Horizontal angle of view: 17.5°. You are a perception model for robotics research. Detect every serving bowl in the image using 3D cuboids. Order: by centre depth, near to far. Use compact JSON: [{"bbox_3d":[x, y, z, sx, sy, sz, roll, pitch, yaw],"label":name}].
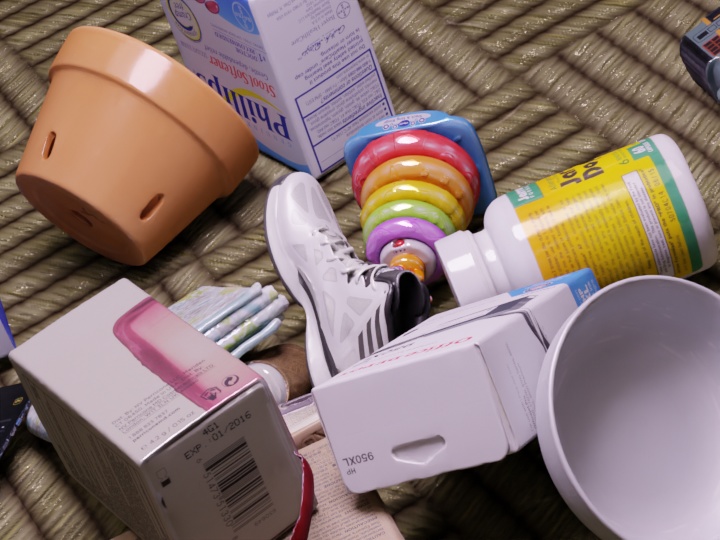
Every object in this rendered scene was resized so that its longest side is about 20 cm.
[{"bbox_3d":[0.199,0.108,1.594,0.200,0.200,0.066,-48,7,-32],"label":"serving bowl"}]

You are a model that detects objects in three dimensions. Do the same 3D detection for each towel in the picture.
[{"bbox_3d":[-0.162,0.078,1.864,0.200,0.048,0.171,-35,11,-18],"label":"towel"}]

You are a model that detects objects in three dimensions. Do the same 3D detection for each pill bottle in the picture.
[{"bbox_3d":[0.164,-0.020,1.810,0.200,0.113,0.113,-22,36,1],"label":"pill bottle"}]

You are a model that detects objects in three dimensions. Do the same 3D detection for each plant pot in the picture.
[{"bbox_3d":[-0.210,-0.099,2.057,0.200,0.200,0.140,18,67,42],"label":"plant pot"}]

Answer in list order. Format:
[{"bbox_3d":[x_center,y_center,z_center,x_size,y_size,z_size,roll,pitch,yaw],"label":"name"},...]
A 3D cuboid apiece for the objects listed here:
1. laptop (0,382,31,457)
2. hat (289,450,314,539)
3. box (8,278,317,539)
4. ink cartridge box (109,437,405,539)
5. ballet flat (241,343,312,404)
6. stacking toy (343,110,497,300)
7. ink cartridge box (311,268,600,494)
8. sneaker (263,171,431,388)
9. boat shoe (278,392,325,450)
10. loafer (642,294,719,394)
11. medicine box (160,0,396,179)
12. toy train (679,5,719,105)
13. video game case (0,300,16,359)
[{"bbox_3d":[-0.383,0.137,1.873,0.177,0.103,0.200,-12,35,31],"label":"laptop"},{"bbox_3d":[-0.029,0.267,1.543,0.165,0.200,0.176,29,16,-1],"label":"hat"},{"bbox_3d":[-0.140,0.112,1.657,0.109,0.128,0.200,-35,37,-18],"label":"box"},{"bbox_3d":[-0.065,0.222,1.648,0.200,0.075,0.165,-24,37,-5],"label":"ink cartridge box"},{"bbox_3d":[-0.114,0.117,1.803,0.200,0.072,0.068,-33,76,-15],"label":"ballet flat"},{"bbox_3d":[0.040,-0.027,1.891,0.116,0.110,0.200,-9,40,17],"label":"stacking toy"},{"bbox_3d":[0.080,0.077,1.661,0.144,0.084,0.200,-18,6,31],"label":"ink cartridge box"},{"bbox_3d":[0.000,0.000,1.809,0.115,0.076,0.201,-32,69,39],"label":"sneaker"},{"bbox_3d":[-0.077,0.146,1.762,0.200,0.072,0.065,-27,22,4],"label":"boat shoe"},{"bbox_3d":[0.231,0.076,1.696,0.200,0.068,0.070,-33,27,-21],"label":"loafer"},{"bbox_3d":[-0.081,-0.210,2.108,0.103,0.200,0.182,-35,38,-21],"label":"medicine box"},{"bbox_3d":[0.351,-0.166,1.938,0.114,0.085,0.200,-37,38,0],"label":"toy train"},{"bbox_3d":[-0.407,0.047,2.066,0.181,0.046,0.200,-24,31,-5],"label":"video game case"}]
